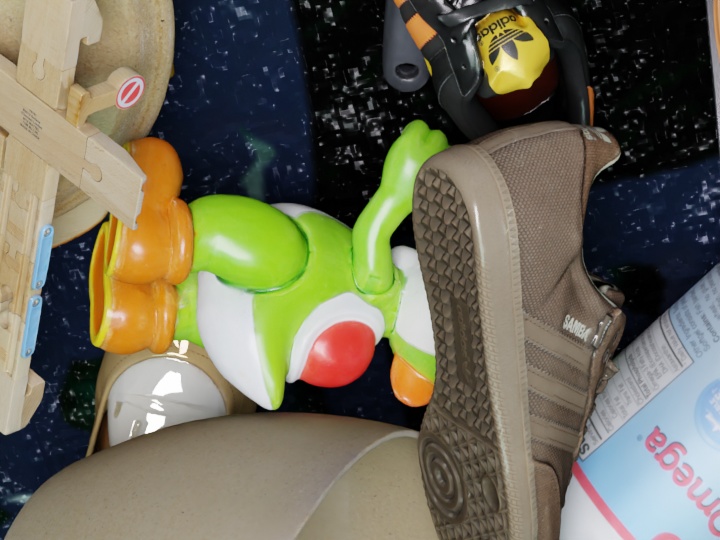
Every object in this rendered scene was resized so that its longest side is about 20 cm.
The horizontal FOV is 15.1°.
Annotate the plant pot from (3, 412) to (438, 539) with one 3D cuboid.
[{"bbox_3d":[-0.066,0.140,1.050,0.134,0.200,0.200,16,124,23],"label":"plant pot"}]

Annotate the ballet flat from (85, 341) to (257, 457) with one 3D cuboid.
[{"bbox_3d":[-0.086,0.086,1.141,0.069,0.063,0.200,14,120,-4],"label":"ballet flat"}]

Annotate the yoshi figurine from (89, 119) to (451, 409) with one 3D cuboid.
[{"bbox_3d":[0.000,-0.011,1.058,0.200,0.112,0.112,8,104,-10],"label":"yoshi figurine"}]

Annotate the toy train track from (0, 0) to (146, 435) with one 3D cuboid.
[{"bbox_3d":[-0.116,-0.025,1.009,0.115,0.033,0.200,37,132,28],"label":"toy train track"}]

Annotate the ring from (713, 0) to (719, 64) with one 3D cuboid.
[{"bbox_3d":[0.223,-0.094,0.937,0.200,0.019,0.201,0,88,7],"label":"ring"}]

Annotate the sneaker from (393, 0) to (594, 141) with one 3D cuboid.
[{"bbox_3d":[0.041,-0.109,0.972,0.070,0.090,0.200,-28,134,1],"label":"sneaker"}]

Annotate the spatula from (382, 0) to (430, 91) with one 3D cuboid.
[{"bbox_3d":[0.023,-0.154,1.014,0.056,0.021,0.200,5,121,0],"label":"spatula"}]

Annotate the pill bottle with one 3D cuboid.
[{"bbox_3d":[0.137,0.074,1.071,0.109,0.109,0.200,41,105,-18],"label":"pill bottle"}]

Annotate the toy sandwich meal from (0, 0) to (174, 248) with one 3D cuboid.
[{"bbox_3d":[-0.158,-0.096,1.039,0.205,0.070,0.205,1,118,2],"label":"toy sandwich meal"}]

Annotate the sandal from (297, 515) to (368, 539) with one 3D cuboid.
[{"bbox_3d":[0.037,0.110,1.155,0.203,0.050,0.083,-11,105,-3],"label":"sandal"}]

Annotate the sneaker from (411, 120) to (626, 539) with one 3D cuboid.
[{"bbox_3d":[0.068,0.039,0.996,0.076,0.070,0.200,-19,127,-22],"label":"sneaker"}]

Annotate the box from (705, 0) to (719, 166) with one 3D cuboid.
[{"bbox_3d":[0.204,-0.081,0.973,0.158,0.050,0.200,-4,88,8],"label":"box"}]
